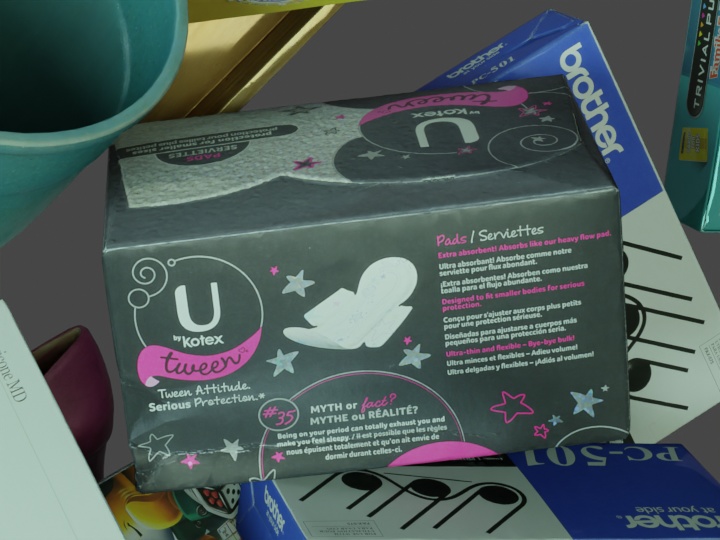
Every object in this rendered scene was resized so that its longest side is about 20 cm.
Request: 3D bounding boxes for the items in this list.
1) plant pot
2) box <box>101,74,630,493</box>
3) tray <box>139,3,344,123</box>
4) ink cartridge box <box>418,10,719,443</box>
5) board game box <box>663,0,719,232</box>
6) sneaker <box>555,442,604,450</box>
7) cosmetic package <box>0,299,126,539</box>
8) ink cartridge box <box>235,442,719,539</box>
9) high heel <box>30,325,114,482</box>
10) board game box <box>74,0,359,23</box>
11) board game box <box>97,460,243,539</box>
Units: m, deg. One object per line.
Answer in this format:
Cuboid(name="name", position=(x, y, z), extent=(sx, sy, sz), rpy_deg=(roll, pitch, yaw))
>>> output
Cuboid(name="plant pot", position=(-0.196, -0.070, 0.835), extent=(0.200, 0.200, 0.188), rpy_deg=(23, 132, -23))
Cuboid(name="box", position=(0.000, 0.000, 0.919), extent=(0.200, 0.132, 0.115), rpy_deg=(-6, 116, -3))
Cuboid(name="tray", position=(-0.054, -0.141, 0.966), extent=(0.200, 0.037, 0.099), rpy_deg=(-46, 113, -4))
Cuboid(name="ink cartridge box", position=(0.098, -0.010, 1.042), extent=(0.094, 0.044, 0.200), rpy_deg=(-31, 112, -9))
Cuboid(name="board game box", position=(0.232, -0.117, 1.068), extent=(0.151, 0.047, 0.200), rpy_deg=(2, 103, -20))
Cuboid(name="sneaker", position=(0.020, 0.065, 1.003), extent=(0.200, 0.081, 0.088), rpy_deg=(11, 113, -7))
Cuboid(name="cosmetic package", position=(-0.169, 0.115, 0.860), extent=(0.151, 0.200, 0.052), rpy_deg=(-25, 136, -10))
Cuboid(name="ink cartridge box", position=(0.058, 0.107, 0.921), extent=(0.200, 0.094, 0.044), rpy_deg=(2, 110, -19))
Cuboid(name="high heel", position=(-0.200, 0.085, 0.957), extent=(0.200, 0.067, 0.096), rpy_deg=(-16, 120, -30))
Cuboid(name="board game box", position=(-0.017, -0.180, 0.875), extent=(0.200, 0.040, 0.153), rpy_deg=(-4, 83, 23))
Cuboid(name="board game box", position=(-0.065, 0.177, 0.931), extent=(0.126, 0.035, 0.200), rpy_deg=(-30, 87, -27))
